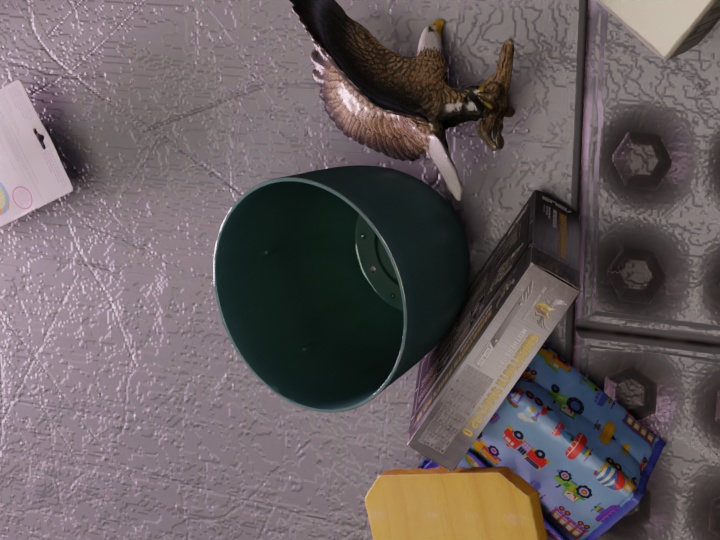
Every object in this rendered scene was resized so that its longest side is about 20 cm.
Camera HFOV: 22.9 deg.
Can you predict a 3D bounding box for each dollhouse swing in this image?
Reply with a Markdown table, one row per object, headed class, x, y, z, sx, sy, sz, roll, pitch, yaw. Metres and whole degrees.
| class | x | y | z | sx | sy | sz | roll | pitch | yaw |
| --- | --- | --- | --- | --- | --- | --- | --- | --- | --- |
| dollhouse swing | 0.124 | 0.253 | 1.547 | 0.199 | 0.181 | 0.177 | -7 | 86 | 37 |

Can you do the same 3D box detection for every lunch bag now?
| class | x | y | z | sx | sy | sz | roll | pitch | yaw |
| --- | --- | --- | --- | --- | --- | --- | --- | --- | --- |
| lunch bag | 0.144 | 0.184 | 1.569 | 0.150 | 0.094 | 0.200 | 39 | 128 | 0 |

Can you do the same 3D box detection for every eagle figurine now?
| class | x | y | z | sx | sy | sz | roll | pitch | yaw |
| --- | --- | --- | --- | --- | --- | --- | --- | --- | --- |
| eagle figurine | 0.031 | -0.160 | 1.506 | 0.198 | 0.151 | 0.153 | 11 | 118 | 9 |

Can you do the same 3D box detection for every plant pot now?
| class | x | y | z | sx | sy | sz | roll | pitch | yaw |
| --- | --- | --- | --- | --- | --- | --- | --- | --- | --- |
| plant pot | 0.000 | 0.000 | 1.523 | 0.199 | 0.161 | 0.202 | 13 | 113 | 33 |

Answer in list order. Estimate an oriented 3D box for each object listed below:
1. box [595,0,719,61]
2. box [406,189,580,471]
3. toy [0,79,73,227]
| class | x | y | z | sx | sy | sz | roll | pitch | yaw |
| --- | --- | --- | --- | --- | --- | --- | --- | --- | --- |
| box | 0.270 | -0.277 | 1.367 | 0.109 | 0.128 | 0.200 | 42 | 115 | 8 |
| box | 0.114 | 0.048 | 1.498 | 0.048 | 0.159 | 0.201 | 29 | 114 | -7 |
| toy | -0.363 | -0.100 | 1.728 | 0.199 | 0.047 | 0.116 | -23 | 97 | 30 |
